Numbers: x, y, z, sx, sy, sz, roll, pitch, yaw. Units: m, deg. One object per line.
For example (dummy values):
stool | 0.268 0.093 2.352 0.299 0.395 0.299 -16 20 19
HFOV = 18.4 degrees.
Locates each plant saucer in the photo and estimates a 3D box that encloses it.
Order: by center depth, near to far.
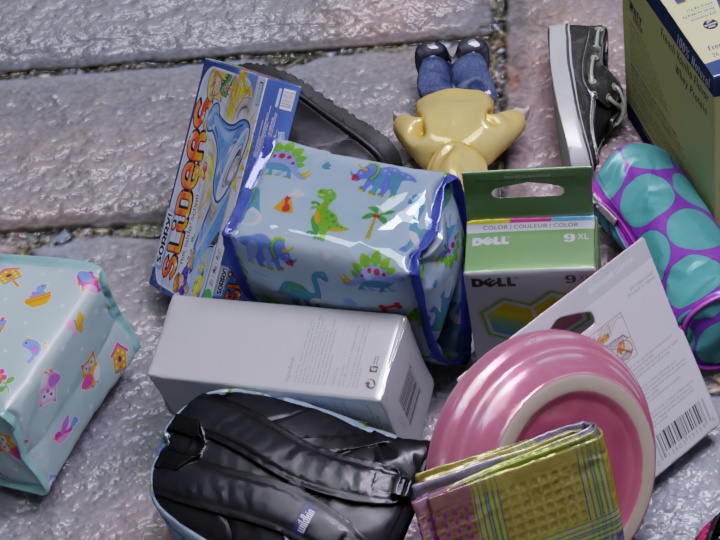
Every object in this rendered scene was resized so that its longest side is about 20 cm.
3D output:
plant saucer | 0.141 0.146 1.604 0.200 0.202 0.051 -34 24 -23

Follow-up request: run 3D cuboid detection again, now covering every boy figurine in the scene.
boy figurine | 0.091 -0.124 1.970 0.123 0.065 0.201 -6 46 3

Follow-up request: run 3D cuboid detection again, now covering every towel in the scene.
towel | 0.119 0.206 1.555 0.142 0.201 0.023 -20 28 -9

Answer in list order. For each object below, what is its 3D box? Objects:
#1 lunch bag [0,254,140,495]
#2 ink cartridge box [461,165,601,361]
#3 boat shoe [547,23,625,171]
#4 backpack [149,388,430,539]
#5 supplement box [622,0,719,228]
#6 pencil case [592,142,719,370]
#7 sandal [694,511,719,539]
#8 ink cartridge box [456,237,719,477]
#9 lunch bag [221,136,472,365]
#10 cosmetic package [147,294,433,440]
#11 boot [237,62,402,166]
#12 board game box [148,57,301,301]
lunch bag | -0.309 0.073 1.807 0.198 0.123 0.171 10 50 29
ink cartridge box | 0.137 0.011 1.733 0.103 0.201 0.060 -2 47 9
boat shoe | 0.203 -0.156 1.977 0.063 0.071 0.201 -6 44 5
backpack | -0.062 0.173 1.657 0.198 0.154 0.164 22 71 6
supplement box | 0.319 -0.166 1.876 0.133 0.201 0.201 -18 46 -8
pencil case | 0.257 -0.012 1.819 0.092 0.086 0.201 -7 43 -20
sandal | 0.280 0.203 1.632 0.075 0.045 0.200 20 52 26
ink cartridge box | 0.164 0.098 1.666 0.199 0.175 0.043 -35 23 -24
lunch bag | 0.000 0.000 1.768 0.169 0.201 0.128 13 57 19
cosmetic package | -0.054 0.086 1.738 0.198 0.113 0.082 7 60 19
boot | -0.084 -0.091 1.955 0.210 0.080 0.158 29 56 31
board game box | -0.114 -0.068 1.842 0.034 0.202 0.135 12 6 -28
